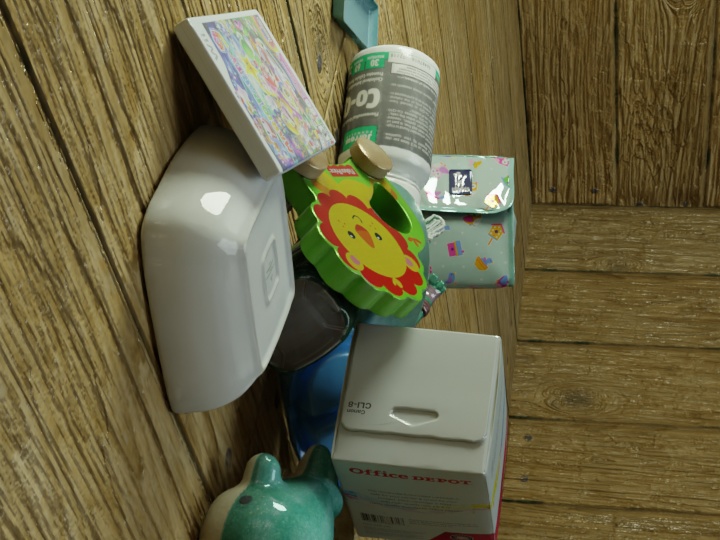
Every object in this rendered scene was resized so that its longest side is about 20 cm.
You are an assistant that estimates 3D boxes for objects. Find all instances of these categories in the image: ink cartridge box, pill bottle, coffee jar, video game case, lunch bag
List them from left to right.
[{"bbox_3d":[-0.085,-0.154,1.238,0.144,0.018,0.200,59,17,-4],"label":"video game case"},{"bbox_3d":[-0.041,0.018,1.424,0.085,0.104,0.200,53,22,-10],"label":"coffee jar"},{"bbox_3d":[0.032,-0.157,1.738,0.113,0.113,0.201,65,28,-65],"label":"pill bottle"},{"bbox_3d":[0.063,0.162,1.394,0.200,0.145,0.145,78,20,-60],"label":"ink cartridge box"},{"bbox_3d":[0.148,-0.075,2.166,0.122,0.170,0.201,-42,133,-84],"label":"lunch bag"}]

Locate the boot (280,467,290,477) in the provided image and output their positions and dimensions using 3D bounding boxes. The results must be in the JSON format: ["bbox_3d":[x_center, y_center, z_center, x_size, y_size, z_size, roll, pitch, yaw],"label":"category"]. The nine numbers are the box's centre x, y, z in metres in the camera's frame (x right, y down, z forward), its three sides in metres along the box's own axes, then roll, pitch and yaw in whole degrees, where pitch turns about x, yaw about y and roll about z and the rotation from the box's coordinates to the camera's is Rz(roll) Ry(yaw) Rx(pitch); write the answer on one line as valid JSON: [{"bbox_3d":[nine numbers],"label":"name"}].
[{"bbox_3d":[-0.026,0.286,1.419,0.073,0.155,0.201,-49,138,-70],"label":"boot"}]

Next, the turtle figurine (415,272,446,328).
[{"bbox_3d":[0.056,0.067,1.930,0.150,0.101,0.200,45,30,-22],"label":"turtle figurine"}]

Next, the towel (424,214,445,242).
[{"bbox_3d":[0.040,0.028,1.781,0.200,0.031,0.149,-60,172,14],"label":"towel"}]

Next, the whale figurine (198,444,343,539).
[{"bbox_3d":[-0.059,0.234,1.295,0.200,0.103,0.160,-38,123,-53],"label":"whale figurine"}]

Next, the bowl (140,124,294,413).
[{"bbox_3d":[-0.107,-0.002,1.194,0.200,0.074,0.200,-72,161,-57],"label":"bowl"}]

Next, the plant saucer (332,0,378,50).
[{"bbox_3d":[-0.005,-0.314,1.769,0.200,0.019,0.070,20,72,-77],"label":"plant saucer"}]

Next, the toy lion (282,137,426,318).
[{"bbox_3d":[0.000,-0.038,1.386,0.192,0.069,0.200,52,26,17],"label":"toy lion"}]

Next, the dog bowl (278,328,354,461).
[{"bbox_3d":[-0.030,0.137,1.519,0.050,0.111,0.201,44,-30,47],"label":"dog bowl"}]

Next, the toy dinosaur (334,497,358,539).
[{"bbox_3d":[-0.014,0.255,1.495,0.101,0.058,0.201,-102,-163,-57],"label":"toy dinosaur"}]

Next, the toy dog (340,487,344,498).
[{"bbox_3d":[-0.008,0.242,1.662,0.097,0.132,0.200,59,-1,12],"label":"toy dog"}]

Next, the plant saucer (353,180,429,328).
[{"bbox_3d":[0.000,0.000,1.560,0.036,0.200,0.201,8,82,-35],"label":"plant saucer"}]
